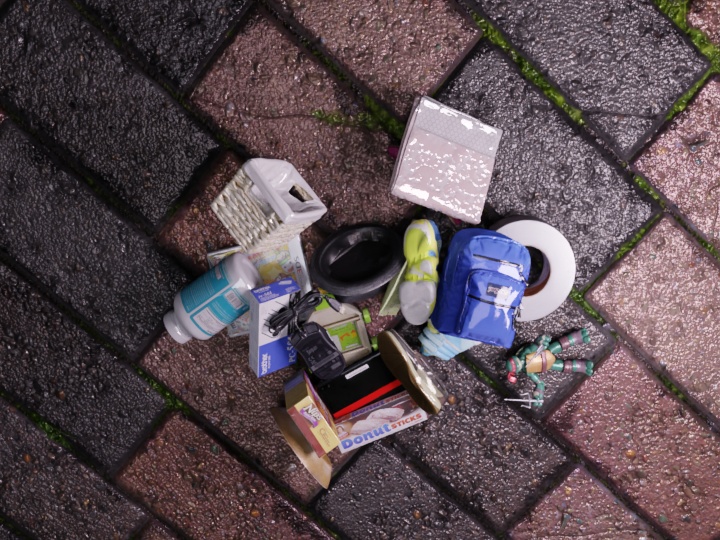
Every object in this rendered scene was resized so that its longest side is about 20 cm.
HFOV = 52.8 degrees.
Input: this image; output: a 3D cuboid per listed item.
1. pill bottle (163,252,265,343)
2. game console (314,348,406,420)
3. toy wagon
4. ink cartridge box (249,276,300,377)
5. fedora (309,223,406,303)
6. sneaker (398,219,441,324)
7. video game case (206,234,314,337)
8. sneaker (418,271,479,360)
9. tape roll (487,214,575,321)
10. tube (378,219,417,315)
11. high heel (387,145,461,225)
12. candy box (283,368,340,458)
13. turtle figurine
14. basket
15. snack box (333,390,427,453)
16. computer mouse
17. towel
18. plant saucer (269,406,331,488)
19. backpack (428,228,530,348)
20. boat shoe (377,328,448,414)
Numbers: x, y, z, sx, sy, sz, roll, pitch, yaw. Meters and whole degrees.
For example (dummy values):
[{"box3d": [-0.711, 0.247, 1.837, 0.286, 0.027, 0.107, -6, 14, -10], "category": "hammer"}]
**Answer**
[{"box3d": [-0.293, 0.061, 1.439, 0.198, 0.111, 0.112, -33, 100, 9], "category": "pill bottle"}, {"box3d": [0.027, 0.262, 1.527, 0.198, 0.031, 0.179, -29, 109, 8], "category": "game console"}, {"box3d": [-0.051, 0.121, 1.491, 0.152, 0.040, 0.204, -16, 109, 0], "category": "toy wagon"}, {"box3d": [-0.171, 0.114, 1.443, 0.093, 0.044, 0.203, -19, 136, -29], "category": "ink cartridge box"}, {"box3d": [0.000, 0.000, 1.425, 0.196, 0.203, 0.093, -7, 135, 4], "category": "fedora"}, {"box3d": [0.125, -0.002, 1.382, 0.074, 0.105, 0.204, 13, 113, 22], "category": "sneaker"}, {"box3d": [-0.200, 0.030, 1.497, 0.196, 0.023, 0.186, -13, 102, 5], "category": "video game case"}, {"box3d": [0.150, 0.097, 1.472, 0.130, 0.080, 0.201, -35, 99, 8], "category": "sneaker"}, {"box3d": [0.323, -0.006, 1.447, 0.196, 0.066, 0.205, 1, 104, 3], "category": "tape roll"}, {"box3d": [0.089, -0.001, 1.459, 0.057, 0.052, 0.203, 17, 102, -18], "category": "tube"}, {"box3d": [0.130, -0.168, 1.411, 0.197, 0.067, 0.098, 24, 93, -7], "category": "high heel"}, {"box3d": [-0.101, 0.283, 1.460, 0.056, 0.200, 0.118, -33, 100, -2], "category": "candy box"}, {"box3d": [0.370, 0.185, 1.474, 0.196, 0.101, 0.152, -13, 118, -11], "category": "turtle figurine"}, {"box3d": [-0.171, -0.119, 1.365, 0.123, 0.200, 0.136, -41, 85, 17], "category": "basket"}, {"box3d": [0.037, 0.313, 1.518, 0.197, 0.024, 0.073, -23, 111, 6], "category": "snack box"}, {"box3d": [-0.077, 0.118, 1.430, 0.140, 0.046, 0.200, -37, 122, 9], "category": "computer mouse"}, {"box3d": [0.165, -0.207, 1.370, 0.197, 0.032, 0.195, 17, 87, -21], "category": "towel"}, {"box3d": [-0.114, 0.352, 1.487, 0.035, 0.200, 0.202, -37, 100, -6], "category": "plant saucer"}, {"box3d": [0.235, 0.030, 1.341, 0.159, 0.168, 0.204, 12, 96, -13], "category": "backpack"}, {"box3d": [0.106, 0.195, 1.463, 0.065, 0.073, 0.202, -40, 103, -34], "category": "boat shoe"}]
